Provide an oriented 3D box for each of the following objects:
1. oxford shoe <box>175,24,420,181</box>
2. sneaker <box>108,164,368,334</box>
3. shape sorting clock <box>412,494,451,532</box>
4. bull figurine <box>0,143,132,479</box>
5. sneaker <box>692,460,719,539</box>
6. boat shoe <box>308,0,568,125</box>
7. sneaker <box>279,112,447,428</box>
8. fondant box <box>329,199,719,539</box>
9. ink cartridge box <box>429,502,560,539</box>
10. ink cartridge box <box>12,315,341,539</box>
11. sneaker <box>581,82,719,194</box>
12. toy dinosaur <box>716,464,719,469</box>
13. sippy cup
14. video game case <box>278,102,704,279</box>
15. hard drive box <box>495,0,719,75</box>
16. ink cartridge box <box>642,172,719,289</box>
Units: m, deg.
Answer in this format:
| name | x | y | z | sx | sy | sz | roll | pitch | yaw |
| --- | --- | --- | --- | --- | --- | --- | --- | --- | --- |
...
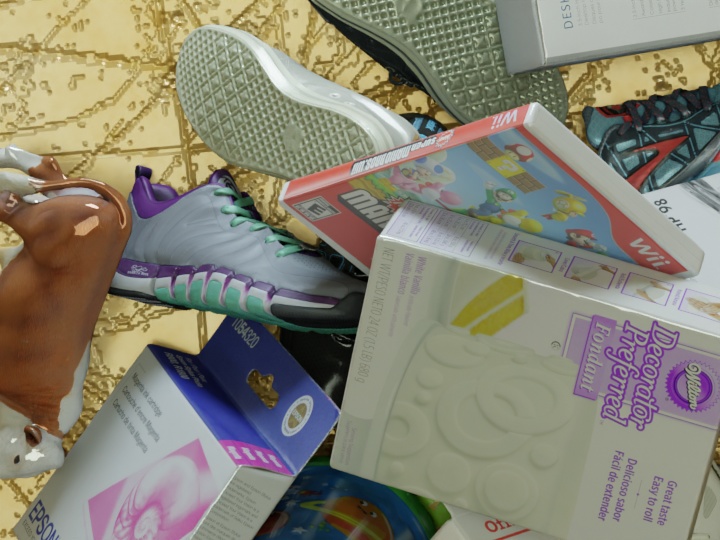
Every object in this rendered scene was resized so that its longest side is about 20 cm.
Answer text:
| name | x | y | z | sx | sy | sz | roll | pitch | yaw |
| --- | --- | --- | --- | --- | --- | --- | --- | --- | --- |
| oxford shoe | -0.038 | -0.089 | 1.473 | 0.200 | 0.058 | 0.075 | 30 | 112 | 40 |
| sneaker | -0.069 | -0.016 | 1.473 | 0.199 | 0.074 | 0.088 | 9 | 85 | 31 |
| shape sorting clock | 0.059 | 0.185 | 1.518 | 0.199 | 0.039 | 0.201 | 1 | 98 | 10 |
| bull figurine | -0.201 | 0.025 | 1.493 | 0.121 | 0.065 | 0.200 | 29 | 108 | 14 |
| sneaker | 0.201 | 0.195 | 1.454 | 0.075 | 0.115 | 0.201 | -17 | 115 | 0 |
| boat shoe | 0.041 | -0.144 | 1.501 | 0.200 | 0.062 | 0.075 | 33 | 89 | -15 |
| sneaker | 0.000 | 0.000 | 1.498 | 0.073 | 0.082 | 0.201 | 18 | 95 | -2 |
| fondant box | 0.095 | 0.061 | 1.338 | 0.199 | 0.058 | 0.145 | 16 | 116 | 9 |
| ink cartridge box | 0.102 | 0.192 | 1.409 | 0.200 | 0.117 | 0.067 | 55 | 129 | 22 |
| ink cartridge box | -0.112 | 0.120 | 1.454 | 0.043 | 0.196 | 0.200 | 33 | 94 | -27 |
| sneaker | 0.177 | -0.074 | 1.491 | 0.096 | 0.079 | 0.200 | 43 | 93 | 1 |
| toy dinosaur | 0.191 | 0.120 | 1.517 | 0.200 | 0.047 | 0.088 | 29 | 108 | 0 |
| sippy cup | -0.029 | 0.188 | 1.447 | 0.139 | 0.130 | 0.179 | -9 | 98 | 16 |
| video game case | 0.069 | -0.023 | 1.365 | 0.143 | 0.200 | 0.017 | 39 | 56 | -29 |
| hard drive box | 0.177 | -0.207 | 1.461 | 0.199 | 0.077 | 0.156 | -9 | 92 | -13 |
| ink cartridge box | 0.200 | 0.010 | 1.411 | 0.199 | 0.116 | 0.067 | -15 | 137 | -15 |
